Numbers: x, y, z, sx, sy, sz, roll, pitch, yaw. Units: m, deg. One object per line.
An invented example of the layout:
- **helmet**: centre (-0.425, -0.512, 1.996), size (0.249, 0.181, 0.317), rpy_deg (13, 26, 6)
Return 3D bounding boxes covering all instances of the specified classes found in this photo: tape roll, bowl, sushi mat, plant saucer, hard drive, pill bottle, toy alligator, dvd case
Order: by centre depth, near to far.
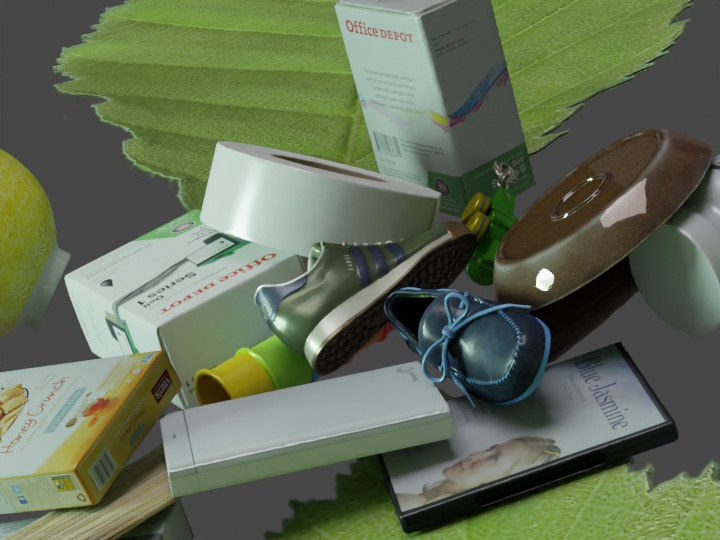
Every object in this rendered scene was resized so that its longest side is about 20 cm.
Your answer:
- **dvd case**: centre (0.111, 0.115, 1.404), size (0.199, 0.018, 0.143), rpy_deg (-19, 22, -2)
- **sushi mat**: centre (-0.161, 0.158, 1.419), size (0.095, 0.012, 0.200), rpy_deg (-7, 14, 36)
- **hard drive**: centre (-0.042, 0.111, 1.426), size (0.199, 0.027, 0.132), rpy_deg (-11, 14, -6)
- **pill bottle**: centre (0.300, -0.039, 1.484), size (0.200, 0.116, 0.116), rpy_deg (-32, 26, -28)
- **plant saucer**: centre (0.172, -0.044, 1.487), size (0.200, 0.035, 0.200), rpy_deg (-37, 13, 10)
- **toy alligator**: centre (0.111, -0.033, 1.698), size (0.054, 0.059, 0.200), rpy_deg (-54, 11, 23)
- **tape roll**: centre (-0.033, -0.054, 1.700), size (0.201, 0.071, 0.202), rpy_deg (13, 5, -1)
- **bowl**: centre (-0.334, -0.002, 1.856), size (0.107, 0.201, 0.200), rpy_deg (25, 23, -9)

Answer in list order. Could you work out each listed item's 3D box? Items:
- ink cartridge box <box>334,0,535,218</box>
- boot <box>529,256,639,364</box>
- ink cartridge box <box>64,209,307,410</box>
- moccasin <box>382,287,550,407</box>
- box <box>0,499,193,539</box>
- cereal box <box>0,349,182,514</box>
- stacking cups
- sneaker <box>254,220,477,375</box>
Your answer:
- **ink cartridge box**: centre (0.068, -0.163, 1.826), size (0.087, 0.201, 0.145), rpy_deg (-29, 25, -24)
- **boot**: centre (0.145, 0.013, 1.565), size (0.200, 0.064, 0.186), rpy_deg (-38, 18, -21)
- **ink cartridge box**: centre (-0.142, 0.030, 1.699), size (0.146, 0.085, 0.200), rpy_deg (-29, 24, -23)
- **moccasin**: centre (0.069, 0.053, 1.445), size (0.200, 0.068, 0.081), rpy_deg (6, 75, 67)
- **box**: centre (-0.213, 0.233, 1.353), size (0.155, 0.041, 0.200), rpy_deg (-11, 25, 17)
- **cereal box**: centre (-0.247, 0.123, 1.478), size (0.199, 0.040, 0.144), rpy_deg (-9, 30, 30)
- **stacking cups**: centre (-0.038, 0.058, 1.586), size (0.200, 0.061, 0.060), rpy_deg (-32, 27, -29)
- **sneaker**: centre (0.000, 0.000, 1.571), size (0.090, 0.067, 0.200), rpy_deg (35, 48, 23)
